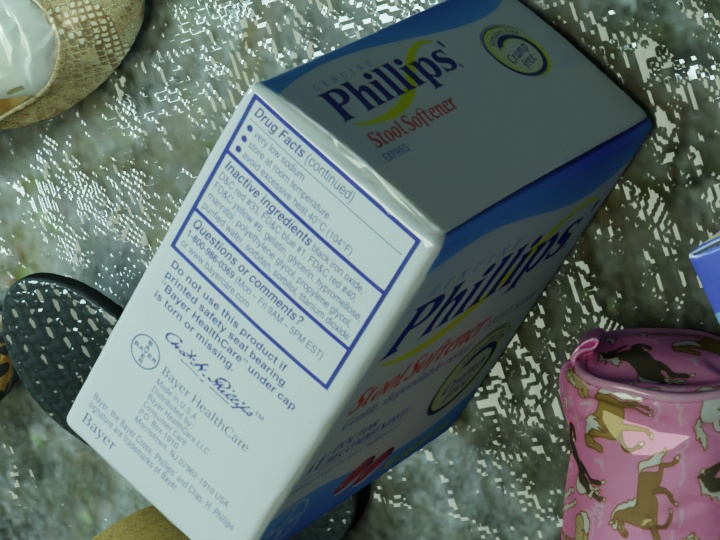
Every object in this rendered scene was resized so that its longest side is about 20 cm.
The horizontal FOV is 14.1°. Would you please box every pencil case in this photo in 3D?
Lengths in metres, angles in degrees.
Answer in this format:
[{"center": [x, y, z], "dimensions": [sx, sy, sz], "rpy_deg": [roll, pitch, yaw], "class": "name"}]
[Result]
[{"center": [0.124, 0.121, 1.244], "dimensions": [0.083, 0.086, 0.201], "rpy_deg": [-140, 48, -57], "class": "pencil case"}]

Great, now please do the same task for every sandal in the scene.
[{"center": [-0.084, 0.065, 1.393], "dimensions": [0.200, 0.048, 0.075], "rpy_deg": [32, 122, 6], "class": "sandal"}]

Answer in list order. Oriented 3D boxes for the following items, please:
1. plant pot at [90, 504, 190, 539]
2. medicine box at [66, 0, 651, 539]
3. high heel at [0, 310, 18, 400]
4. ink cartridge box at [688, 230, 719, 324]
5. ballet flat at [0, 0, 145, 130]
[{"center": [-0.061, 0.212, 1.357], "dimensions": [0.200, 0.186, 0.187], "rpy_deg": [52, 128, 23], "class": "plant pot"}, {"center": [0.000, 0.000, 1.219], "dimensions": [0.103, 0.182, 0.200], "rpy_deg": [42, 126, 14], "class": "medicine box"}, {"center": [-0.257, -0.004, 1.459], "dimensions": [0.200, 0.071, 0.142], "rpy_deg": [49, 135, -11], "class": "high heel"}, {"center": [0.205, 0.025, 1.116], "dimensions": [0.076, 0.136, 0.201], "rpy_deg": [-21, 94, 32], "class": "ink cartridge box"}, {"center": [-0.185, -0.092, 1.386], "dimensions": [0.200, 0.065, 0.071], "rpy_deg": [-29, 89, 38], "class": "ballet flat"}]
